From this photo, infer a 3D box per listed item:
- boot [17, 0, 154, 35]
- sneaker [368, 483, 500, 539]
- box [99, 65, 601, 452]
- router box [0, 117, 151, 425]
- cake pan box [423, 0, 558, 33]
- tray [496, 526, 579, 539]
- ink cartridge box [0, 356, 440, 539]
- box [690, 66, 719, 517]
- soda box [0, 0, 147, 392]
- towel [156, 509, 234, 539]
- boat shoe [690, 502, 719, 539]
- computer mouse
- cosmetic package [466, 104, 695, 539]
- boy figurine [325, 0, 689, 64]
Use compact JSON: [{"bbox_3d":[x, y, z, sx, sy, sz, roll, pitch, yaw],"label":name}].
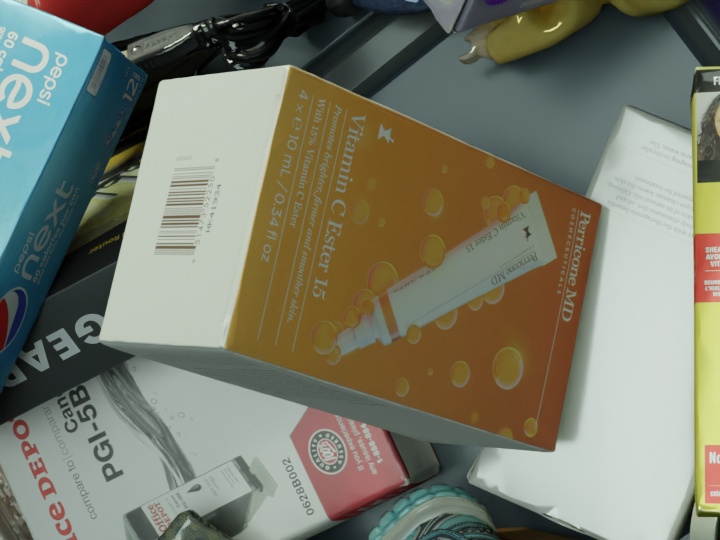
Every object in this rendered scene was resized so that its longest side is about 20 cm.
[{"bbox_3d":[-0.073,-0.177,0.944,0.144,0.073,0.200,16,56,44],"label":"boot"},{"bbox_3d":[0.008,0.203,0.922,0.077,0.086,0.200,23,99,-22],"label":"sneaker"},{"bbox_3d":[0.000,0.000,0.869,0.097,0.200,0.125,0,75,50],"label":"box"},{"bbox_3d":[-0.135,-0.008,0.981,0.200,0.157,0.052,-27,117,13],"label":"router box"},{"bbox_3d":[0.066,-0.215,0.909,0.200,0.184,0.052,55,144,25],"label":"cake pan box"},{"bbox_3d":[0.088,0.233,0.947,0.037,0.099,0.201,0,88,-20],"label":"tray"},{"bbox_3d":[-0.082,0.085,1.003,0.200,0.083,0.147,-27,83,12],"label":"ink cartridge box"},{"bbox_3d":[0.185,0.010,0.858,0.075,0.050,0.201,1,81,10],"label":"box"},{"bbox_3d":[-0.177,-0.021,0.885,0.068,0.064,0.200,23,85,16],"label":"soda box"},{"bbox_3d":[-0.067,0.237,0.978,0.200,0.035,0.193,34,96,-23],"label":"towel"},{"bbox_3d":[0.222,0.054,0.911,0.060,0.072,0.202,18,77,30],"label":"boat shoe"},{"bbox_3d":[-0.117,-0.098,0.991,0.199,0.140,0.046,-12,100,14],"label":"computer mouse"},{"bbox_3d":[0.143,0.031,0.944,0.107,0.085,0.200,24,96,13],"label":"cosmetic package"},{"bbox_3d":[0.083,-0.167,0.974,0.199,0.064,0.125,2,89,14],"label":"boy figurine"}]
